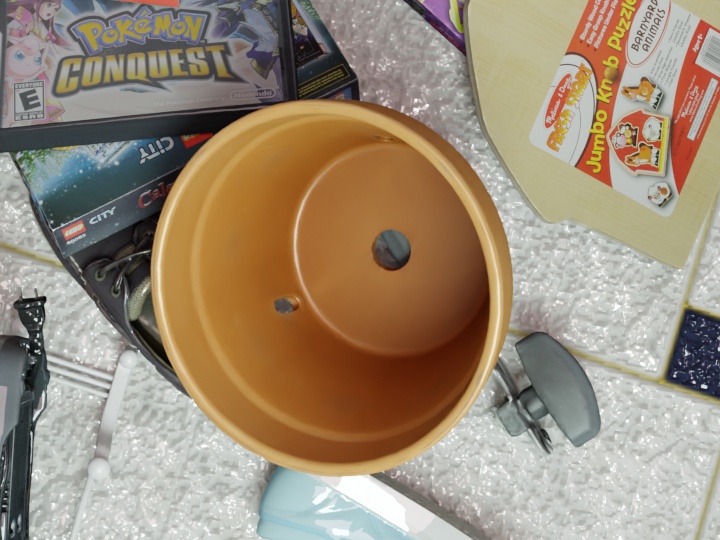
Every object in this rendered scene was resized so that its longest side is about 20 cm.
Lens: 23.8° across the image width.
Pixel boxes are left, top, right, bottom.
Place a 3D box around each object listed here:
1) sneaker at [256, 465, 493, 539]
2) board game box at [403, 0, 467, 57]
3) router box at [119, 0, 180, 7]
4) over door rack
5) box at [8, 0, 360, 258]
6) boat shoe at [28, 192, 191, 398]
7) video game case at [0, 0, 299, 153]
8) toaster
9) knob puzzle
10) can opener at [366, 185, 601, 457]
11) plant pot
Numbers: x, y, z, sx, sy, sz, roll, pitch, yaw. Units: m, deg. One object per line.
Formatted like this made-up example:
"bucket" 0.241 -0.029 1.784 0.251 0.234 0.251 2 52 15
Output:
"sneaker" 0.027 0.179 1.030 0.199 0.074 0.082 31 91 3
"board game box" 0.097 -0.242 1.083 0.120 0.032 0.200 40 82 0
"router box" -0.180 -0.259 0.993 0.177 0.049 0.202 7 66 -3
"over door rack" -0.224 0.122 0.993 0.146 0.067 0.202 17 84 -6
"box" -0.118 -0.113 1.012 0.199 0.038 0.137 -27 68 -10
"boat shoe" -0.122 0.009 1.014 0.072 0.065 0.200 -39 89 -5
"video game case" -0.140 -0.160 0.999 0.198 0.026 0.183 -6 65 0
"toaster" -0.237 0.107 0.906 0.128 0.114 0.202 3 91 -3
"knob puzzle" 0.149 -0.121 1.075 0.217 0.030 0.222 0 89 -17
"can opener" 0.073 0.026 1.049 0.066 0.053 0.201 -35 89 7
"plant pot" 0.000 0.000 0.962 0.198 0.140 0.202 3 101 18
